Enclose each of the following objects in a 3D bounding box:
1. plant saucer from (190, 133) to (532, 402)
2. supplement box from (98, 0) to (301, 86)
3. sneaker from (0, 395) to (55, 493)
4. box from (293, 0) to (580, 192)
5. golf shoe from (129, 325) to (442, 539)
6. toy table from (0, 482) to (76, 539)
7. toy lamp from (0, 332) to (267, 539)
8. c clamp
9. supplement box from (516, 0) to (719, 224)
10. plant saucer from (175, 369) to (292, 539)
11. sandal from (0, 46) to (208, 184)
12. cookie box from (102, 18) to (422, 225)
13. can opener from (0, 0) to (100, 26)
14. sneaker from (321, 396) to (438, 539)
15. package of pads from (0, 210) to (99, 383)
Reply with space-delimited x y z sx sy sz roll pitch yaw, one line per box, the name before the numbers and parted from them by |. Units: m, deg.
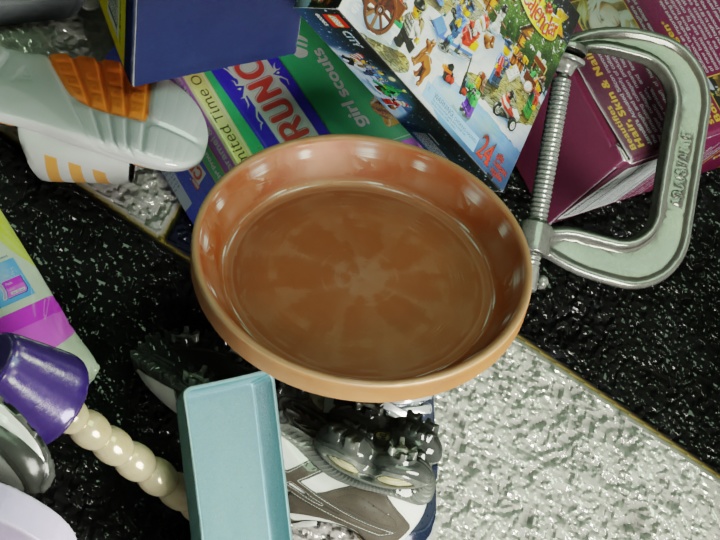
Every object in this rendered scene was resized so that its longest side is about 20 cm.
plant saucer | 0.000 0.000 1.348 0.199 0.032 0.201 4 47 -5
supplement box | -0.115 -0.229 1.408 0.108 0.110 0.201 -13 58 -16
sneaker | -0.250 0.076 1.176 0.199 0.074 0.080 21 72 -3
box | 0.052 -0.159 1.426 0.200 0.038 0.137 44 64 -44
golf shoe | -0.053 0.104 1.359 0.199 0.095 0.078 25 31 17
toy table | -0.249 0.168 1.135 0.184 0.199 0.118 56 40 -43
toy lamp | -0.134 0.098 1.274 0.200 0.058 0.059 43 42 -37
c clamp | 0.145 -0.073 1.507 0.170 0.027 0.201 19 76 -9
supplement box | 0.197 -0.129 1.638 0.199 0.103 0.132 -17 75 -38
plant saucer | -0.066 0.159 1.289 0.070 0.019 0.202 -11 96 -47
sandal | -0.192 -0.092 1.410 0.205 0.059 0.079 15 42 3
cookie box | -0.038 -0.103 1.495 0.199 0.075 0.172 -21 75 -39
can opener | -0.191 -0.193 1.462 0.199 0.067 0.054 -13 68 -37
sneaker | 0.026 0.065 1.406 0.070 0.109 0.201 8 58 -27
package of pads | -0.262 0.012 1.287 0.154 0.068 0.201 -26 78 -41
